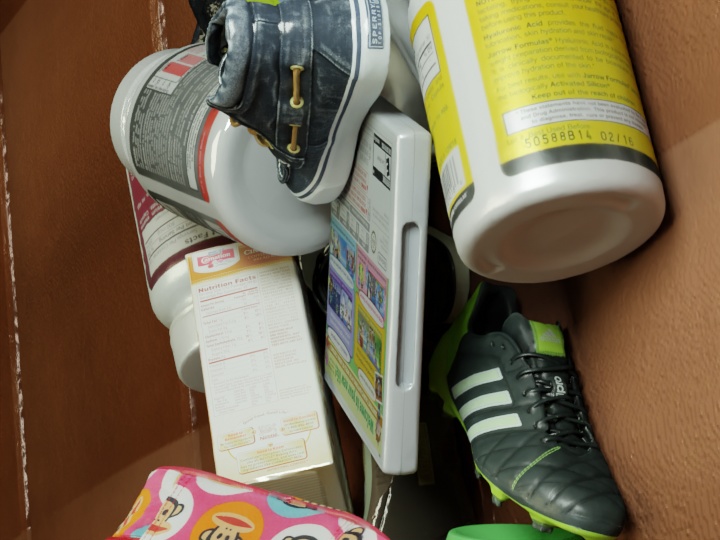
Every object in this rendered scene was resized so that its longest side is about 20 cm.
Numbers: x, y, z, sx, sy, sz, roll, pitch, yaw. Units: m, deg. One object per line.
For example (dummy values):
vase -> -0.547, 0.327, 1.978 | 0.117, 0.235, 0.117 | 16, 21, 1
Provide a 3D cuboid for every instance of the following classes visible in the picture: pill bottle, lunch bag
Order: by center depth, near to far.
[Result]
pill bottle -> 0.085, -0.105, 1.263 | 0.111, 0.110, 0.202 | 129, 136, -55
lunch bag -> -0.040, 0.204, 1.372 | 0.199, 0.082, 0.177 | 13, 142, 33
pill bottle -> -0.080, -0.082, 1.520 | 0.200, 0.115, 0.117 | 23, 111, 61
pill bottle -> -0.097, -0.024, 1.683 | 0.114, 0.113, 0.201 | 124, 140, -52

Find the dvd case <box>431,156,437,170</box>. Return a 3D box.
dvd case -> 0.039, -0.163, 1.479 | 0.150, 0.025, 0.202 | 167, 101, -66

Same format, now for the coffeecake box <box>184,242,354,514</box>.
coffeecake box -> -0.050, 0.102, 1.500 | 0.201, 0.072, 0.154 | -102, -1, -46

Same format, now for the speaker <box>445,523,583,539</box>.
speaker -> 0.081, 0.241, 1.296 | 0.088, 0.088, 0.202 | -175, 86, -66

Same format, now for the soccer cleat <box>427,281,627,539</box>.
soccer cleat -> 0.092, 0.074, 1.311 | 0.082, 0.067, 0.200 | -67, 30, 18

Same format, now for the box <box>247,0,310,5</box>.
box -> -0.053, -0.199, 1.315 | 0.122, 0.047, 0.200 | 56, 167, 11

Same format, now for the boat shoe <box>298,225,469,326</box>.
boat shoe -> 0.000, -0.003, 1.525 | 0.201, 0.063, 0.074 | -162, 71, -67

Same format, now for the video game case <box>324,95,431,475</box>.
video game case -> 0.008, -0.002, 1.350 | 0.200, 0.022, 0.184 | -130, 42, -74

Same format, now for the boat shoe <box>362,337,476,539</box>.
boat shoe -> 0.032, 0.143, 1.459 | 0.076, 0.071, 0.202 | 115, 157, -72

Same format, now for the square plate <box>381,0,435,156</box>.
square plate -> -0.008, -0.163, 1.411 | 0.201, 0.028, 0.198 | 62, 169, -16

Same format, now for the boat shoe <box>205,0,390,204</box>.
boat shoe -> -0.046, -0.097, 1.334 | 0.200, 0.090, 0.071 | 114, 155, -65

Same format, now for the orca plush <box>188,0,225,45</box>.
orca plush -> -0.079, -0.147, 1.651 | 0.071, 0.105, 0.201 | -39, 76, 15
